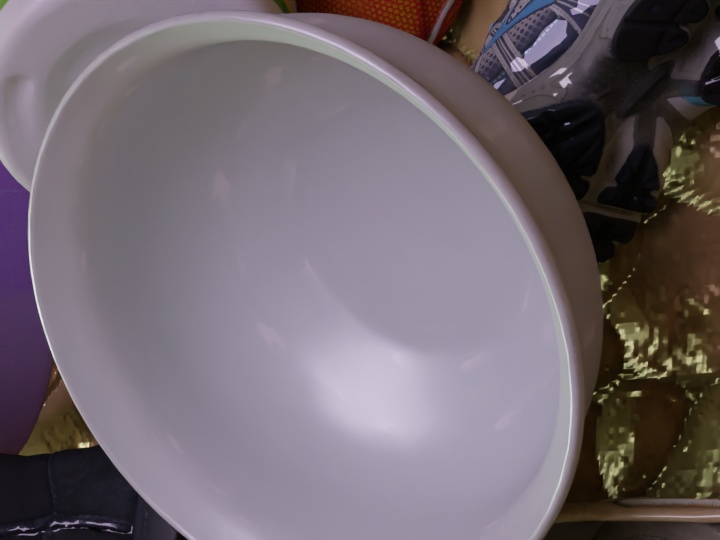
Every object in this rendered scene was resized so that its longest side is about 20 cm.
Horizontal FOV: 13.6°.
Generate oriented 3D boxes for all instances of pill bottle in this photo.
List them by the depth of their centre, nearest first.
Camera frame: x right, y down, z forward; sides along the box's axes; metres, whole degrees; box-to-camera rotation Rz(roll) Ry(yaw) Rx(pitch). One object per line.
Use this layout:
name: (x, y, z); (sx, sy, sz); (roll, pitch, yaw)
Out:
pill bottle: (-0.080, -0.117, 1.085); (0.111, 0.111, 0.200); (-41, 31, 25)

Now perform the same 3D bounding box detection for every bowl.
bowl: (0.000, 0.000, 0.949); (0.200, 0.090, 0.202); (15, 121, 27)

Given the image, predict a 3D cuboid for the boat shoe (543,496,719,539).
boat shoe: (0.137, 0.101, 0.896); (0.200, 0.063, 0.074); (11, 85, 42)

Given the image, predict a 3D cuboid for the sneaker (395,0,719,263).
sneaker: (0.078, -0.068, 1.003); (0.200, 0.077, 0.087); (-39, 33, 30)

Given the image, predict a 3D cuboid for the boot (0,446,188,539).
boot: (-0.148, 0.136, 1.027); (0.199, 0.066, 0.165); (-5, 53, 20)

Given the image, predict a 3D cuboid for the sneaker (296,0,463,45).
sneaker: (0.011, -0.150, 1.067); (0.073, 0.077, 0.201); (30, 102, 41)

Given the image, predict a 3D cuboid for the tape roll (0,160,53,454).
tape roll: (-0.189, -0.013, 1.159); (0.200, 0.065, 0.201); (14, 107, 55)
